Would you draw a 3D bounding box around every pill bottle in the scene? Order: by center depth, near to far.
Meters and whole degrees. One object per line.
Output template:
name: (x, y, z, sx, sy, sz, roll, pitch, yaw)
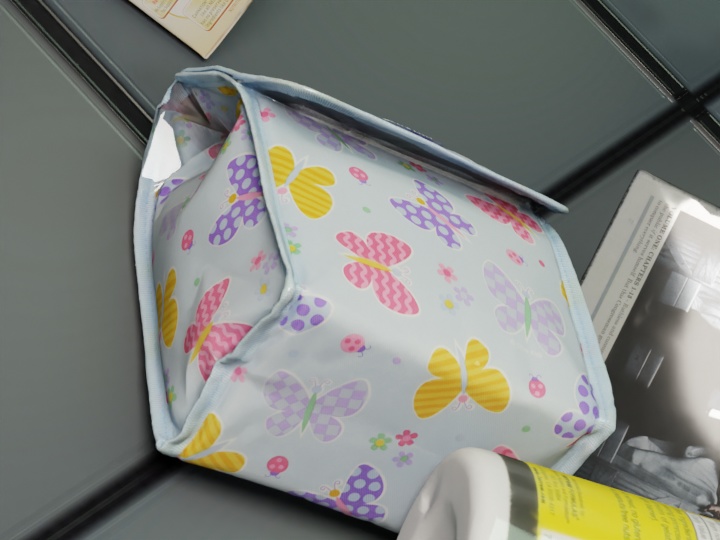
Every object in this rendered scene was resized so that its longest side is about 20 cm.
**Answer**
pill bottle: (0.114, 0.149, 1.093, 0.199, 0.114, 0.115, 18, 39, -14)

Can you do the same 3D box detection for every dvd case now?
dvd case: (0.175, 0.068, 1.194, 0.199, 0.151, 0.025, 27, -3, 11)

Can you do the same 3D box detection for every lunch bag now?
lunch bag: (0.000, 0.000, 1.168, 0.169, 0.127, 0.200, 23, 31, -26)

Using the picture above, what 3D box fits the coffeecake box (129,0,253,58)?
coffeecake box: (-0.114, -0.217, 1.337, 0.200, 0.073, 0.154, 37, 35, -7)
